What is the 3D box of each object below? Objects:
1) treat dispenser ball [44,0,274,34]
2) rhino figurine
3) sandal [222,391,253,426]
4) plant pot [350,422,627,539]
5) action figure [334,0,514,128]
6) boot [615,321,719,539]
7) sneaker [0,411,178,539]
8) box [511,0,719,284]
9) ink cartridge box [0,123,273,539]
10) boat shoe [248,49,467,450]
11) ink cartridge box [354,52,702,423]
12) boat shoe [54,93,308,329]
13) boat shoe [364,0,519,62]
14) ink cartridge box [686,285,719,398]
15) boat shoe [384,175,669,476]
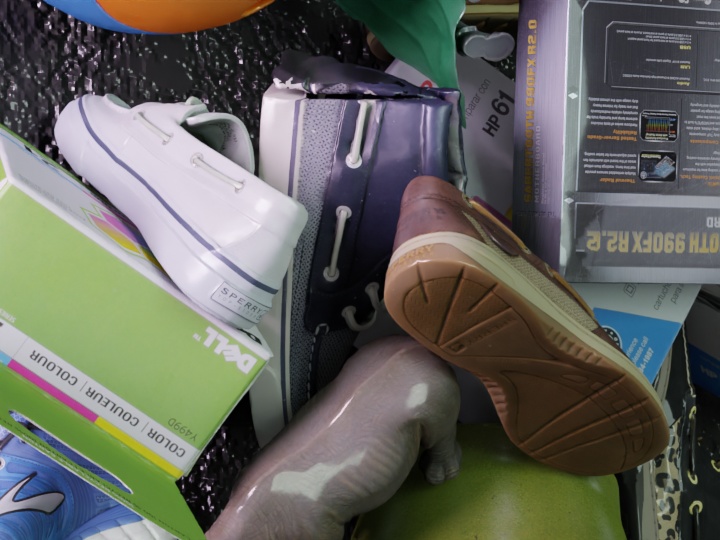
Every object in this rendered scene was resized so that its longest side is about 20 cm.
[{"bbox_3d":[-0.095,-0.210,1.127,0.200,0.200,0.202,12,71,-38],"label":"treat dispenser ball"},{"bbox_3d":[-0.026,0.106,1.113,0.200,0.060,0.088,-43,153,-14],"label":"rhino figurine"},{"bbox_3d":[-0.094,0.014,1.171,0.200,0.045,0.075,34,58,-30],"label":"sandal"},{"bbox_3d":[0.061,0.187,1.181,0.200,0.200,0.194,29,48,-32],"label":"plant pot"},{"bbox_3d":[0.008,-0.170,1.233,0.054,0.200,0.119,-17,129,-28],"label":"action figure"},{"bbox_3d":[0.191,0.110,1.377,0.150,0.073,0.201,17,68,-38],"label":"boot"},{"bbox_3d":[-0.166,0.115,1.070,0.200,0.078,0.089,-26,89,-50],"label":"sneaker"},{"bbox_3d":[0.173,-0.072,1.212,0.199,0.048,0.159,0,93,-27],"label":"box"},{"bbox_3d":[-0.112,0.027,1.038,0.148,0.200,0.076,36,95,-21],"label":"ink cartridge box"},{"bbox_3d":[0.000,0.000,1.139,0.075,0.092,0.201,-58,152,-69],"label":"boat shoe"},{"bbox_3d":[0.067,-0.009,1.249,0.200,0.085,0.145,34,54,-3],"label":"ink cartridge box"},{"bbox_3d":[-0.075,-0.043,1.107,0.073,0.200,0.067,33,98,-40],"label":"boat shoe"},{"bbox_3d":[0.066,-0.159,1.346,0.200,0.072,0.068,-16,84,-49],"label":"boat shoe"},{"bbox_3d":[0.247,-0.027,1.372,0.146,0.084,0.200,-43,142,-19],"label":"ink cartridge box"},{"bbox_3d":[0.079,0.025,1.123,0.200,0.072,0.072,39,35,-38],"label":"boat shoe"}]
